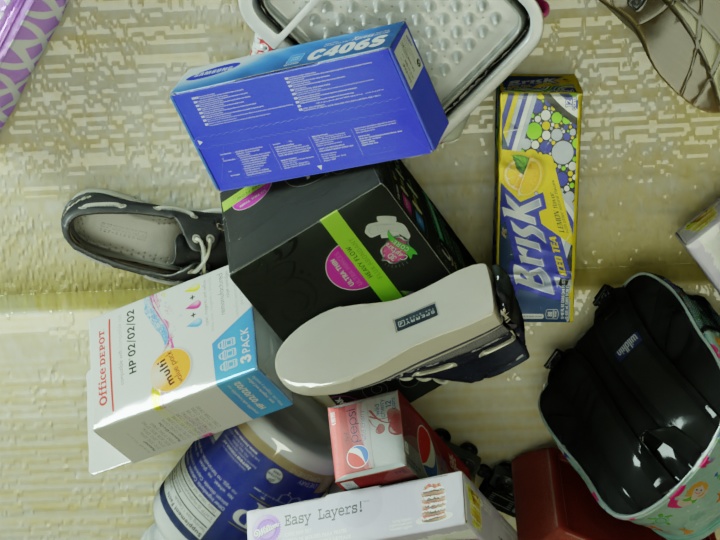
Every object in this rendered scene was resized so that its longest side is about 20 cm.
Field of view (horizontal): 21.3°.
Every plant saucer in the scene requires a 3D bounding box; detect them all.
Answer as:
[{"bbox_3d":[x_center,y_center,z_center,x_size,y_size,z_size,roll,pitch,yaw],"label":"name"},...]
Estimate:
[{"bbox_3d":[0.228,0.225,1.626,0.199,0.200,0.037,23,110,-6],"label":"plant saucer"}]

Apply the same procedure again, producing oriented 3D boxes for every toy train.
[{"bbox_3d":[0.072,0.169,1.703,0.199,0.034,0.046,26,120,-8],"label":"toy train"}]

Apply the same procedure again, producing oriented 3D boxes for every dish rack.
[{"bbox_3d":[0.025,-0.204,1.483,0.200,0.044,0.172,42,110,-11],"label":"dish rack"}]

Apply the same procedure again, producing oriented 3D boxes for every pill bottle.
[{"bbox_3d":[-0.111,0.201,1.674,0.119,0.120,0.200,34,108,-10],"label":"pill bottle"}]

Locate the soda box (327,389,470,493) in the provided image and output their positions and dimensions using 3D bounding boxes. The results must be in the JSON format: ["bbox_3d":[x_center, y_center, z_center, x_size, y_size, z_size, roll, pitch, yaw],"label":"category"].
[{"bbox_3d":[0.038,0.170,1.592,0.063,0.070,0.200,-15,150,14],"label":"soda box"}]

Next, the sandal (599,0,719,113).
[{"bbox_3d":[0.241,-0.214,1.550,0.200,0.054,0.080,44,101,3],"label":"sandal"}]

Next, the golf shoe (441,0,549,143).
[{"bbox_3d":[0.098,-0.189,1.534,0.091,0.075,0.201,27,115,31],"label":"golf shoe"}]

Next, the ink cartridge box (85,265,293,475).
[{"bbox_3d":[-0.163,0.084,1.619,0.199,0.116,0.068,-21,142,17],"label":"ink cartridge box"}]

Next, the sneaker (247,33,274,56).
[{"bbox_3d":[-0.077,-0.178,1.561,0.112,0.071,0.201,-12,111,3],"label":"sneaker"}]

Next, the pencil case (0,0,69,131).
[{"bbox_3d":[-0.302,-0.182,1.561,0.084,0.086,0.201,27,108,-9],"label":"pencil case"}]

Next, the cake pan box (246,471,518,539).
[{"bbox_3d":[0.024,0.234,1.575,0.199,0.053,0.184,-12,147,17],"label":"cake pan box"}]

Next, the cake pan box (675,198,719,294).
[{"bbox_3d":[0.393,-0.009,1.599,0.184,0.052,0.200,-36,105,9],"label":"cake pan box"}]

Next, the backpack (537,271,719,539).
[{"bbox_3d":[0.259,0.125,1.592,0.150,0.200,0.178,28,109,-29],"label":"backpack"}]

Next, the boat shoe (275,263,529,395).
[{"bbox_3d":[0.039,0.067,1.505,0.199,0.075,0.093,-18,142,15],"label":"boat shoe"}]

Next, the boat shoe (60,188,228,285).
[{"bbox_3d":[-0.156,-0.023,1.625,0.199,0.060,0.074,17,104,-5],"label":"boat shoe"}]

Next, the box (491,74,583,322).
[{"bbox_3d":[0.146,-0.060,1.599,0.070,0.064,0.201,0,109,2],"label":"box"}]

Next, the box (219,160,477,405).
[{"bbox_3d":[0.000,0.000,1.569,0.148,0.125,0.200,-31,124,12],"label":"box"}]

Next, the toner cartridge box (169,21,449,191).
[{"bbox_3d":[-0.040,-0.125,1.481,0.199,0.043,0.095,-8,121,29],"label":"toner cartridge box"}]

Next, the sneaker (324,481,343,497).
[{"bbox_3d":[0.028,0.257,1.707,0.074,0.089,0.200,-35,106,12],"label":"sneaker"}]
